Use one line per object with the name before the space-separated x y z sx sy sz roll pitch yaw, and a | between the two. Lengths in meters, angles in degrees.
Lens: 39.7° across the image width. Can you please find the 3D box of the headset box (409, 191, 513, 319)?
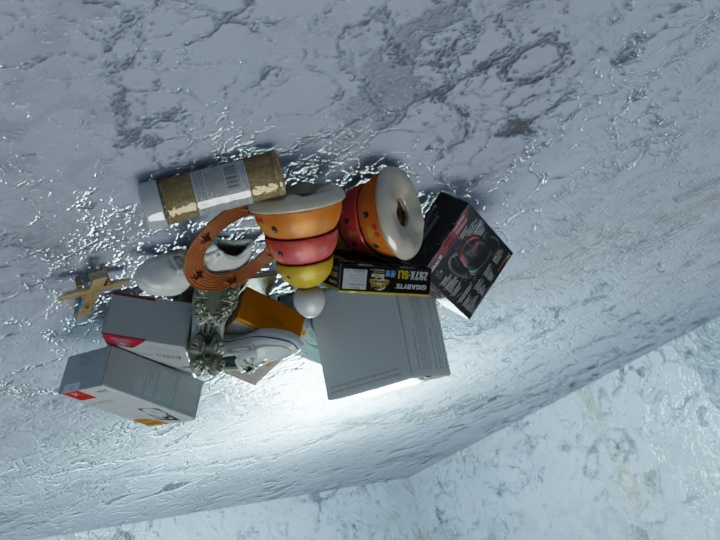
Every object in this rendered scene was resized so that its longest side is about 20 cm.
headset box | 0.160 -0.030 1.732 0.149 0.075 0.200 -56 136 -6

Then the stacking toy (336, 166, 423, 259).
stacking toy | -0.012 -0.074 1.577 0.199 0.147 0.146 -12 163 26

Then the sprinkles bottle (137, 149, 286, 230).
sprinkles bottle | -0.206 -0.113 1.393 0.199 0.069 0.068 -15 159 -7

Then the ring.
ring | -0.187 -0.037 1.572 0.200 0.019 0.201 -30 152 -18

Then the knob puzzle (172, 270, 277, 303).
knob puzzle | -0.260 0.050 1.810 0.219 0.031 0.220 -16 159 -6

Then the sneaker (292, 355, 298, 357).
sneaker | -0.174 0.155 2.092 0.146 0.081 0.200 -20 164 30

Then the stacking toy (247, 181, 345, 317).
stacking toy | -0.083 -0.025 1.487 0.145 0.201 0.146 -7 -166 2

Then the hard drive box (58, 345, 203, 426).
hard drive box | -0.410 0.210 1.788 0.200 0.077 0.155 28 151 -36

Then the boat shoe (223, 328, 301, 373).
boat shoe | -0.197 0.151 1.746 0.199 0.067 0.074 -7 139 24

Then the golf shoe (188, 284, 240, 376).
golf shoe | -0.259 0.077 1.697 0.078 0.201 0.097 13 178 -18

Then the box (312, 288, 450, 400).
box | 0.033 0.117 1.799 0.198 0.201 0.130 -20 165 36

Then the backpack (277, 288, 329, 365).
backpack | -0.074 0.105 1.940 0.126 0.168 0.200 -26 143 36

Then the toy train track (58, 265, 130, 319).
toy train track | -0.444 0.033 1.626 0.114 0.033 0.200 -15 166 -28

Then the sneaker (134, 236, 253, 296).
sneaker | -0.263 -0.019 1.594 0.199 0.075 0.089 -15 157 -36

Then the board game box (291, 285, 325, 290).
board game box | -0.015 -0.012 1.771 0.199 0.035 0.126 -6 158 -22

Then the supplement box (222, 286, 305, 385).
supplement box | -0.201 0.123 1.831 0.126 0.074 0.200 26 142 -18

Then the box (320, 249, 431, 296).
box | 0.000 0.000 1.604 0.159 0.050 0.200 1 -172 -25

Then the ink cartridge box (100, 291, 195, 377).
ink cartridge box | -0.363 0.119 1.764 0.144 0.084 0.200 8 158 -1
